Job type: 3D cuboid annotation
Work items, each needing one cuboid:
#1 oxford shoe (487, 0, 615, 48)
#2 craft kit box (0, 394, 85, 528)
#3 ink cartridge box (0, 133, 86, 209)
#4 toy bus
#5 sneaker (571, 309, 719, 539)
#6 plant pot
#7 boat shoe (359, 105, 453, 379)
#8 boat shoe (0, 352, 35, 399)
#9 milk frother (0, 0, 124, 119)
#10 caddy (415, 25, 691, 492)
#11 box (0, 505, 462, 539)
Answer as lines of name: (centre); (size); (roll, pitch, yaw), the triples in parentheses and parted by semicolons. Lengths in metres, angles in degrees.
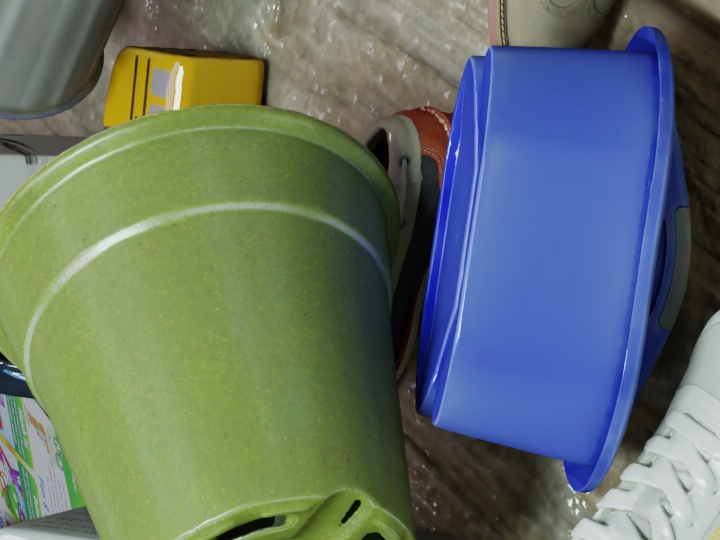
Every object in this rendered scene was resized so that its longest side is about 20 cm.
oxford shoe: (0.115, -0.162, 1.068); (0.075, 0.070, 0.200); (43, 125, 36)
craft kit box: (-0.171, 0.126, 1.414); (0.198, 0.048, 0.200); (45, 148, 45)
ink cartridge box: (-0.216, -0.040, 1.396); (0.116, 0.200, 0.067); (15, 102, 51)
toy bus: (-0.103, -0.021, 1.361); (0.078, 0.065, 0.200); (16, 103, 50)
sneaker: (0.137, 0.106, 1.037); (0.076, 0.081, 0.200); (36, 118, 48)
plant pot: (-0.055, 0.063, 1.087); (0.200, 0.200, 0.190); (-57, 37, 36)
boat shoe: (0.000, 0.000, 1.228); (0.071, 0.062, 0.200); (57, 134, 32)
boat shoe: (-0.141, 0.042, 1.288); (0.200, 0.069, 0.084); (-5, 75, 14)
milk frother: (-0.112, -0.162, 1.266); (0.200, 0.180, 0.188); (46, 140, 13)
caddy: (0.089, -0.008, 1.060); (0.141, 0.105, 0.200); (-158, 76, -86)
box: (-0.066, 0.223, 1.213); (0.199, 0.131, 0.200); (5, 96, 28)
